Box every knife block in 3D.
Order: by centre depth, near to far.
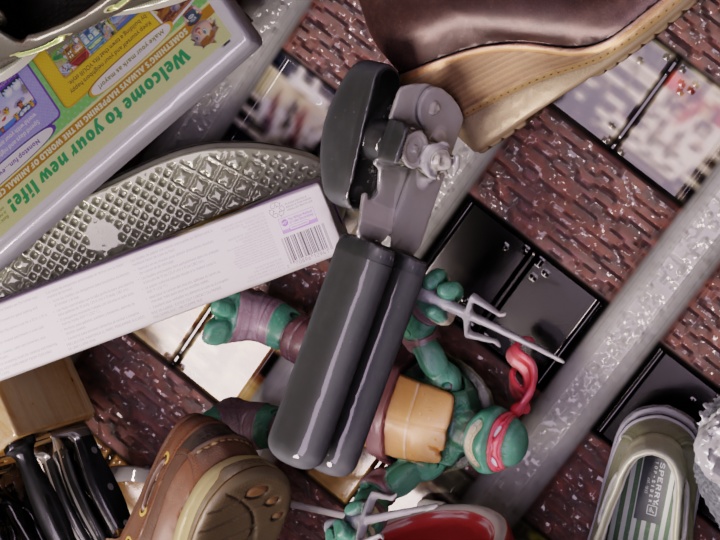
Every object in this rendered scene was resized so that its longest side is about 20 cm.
[{"bbox_3d":[-0.188,0.065,1.220,0.175,0.064,0.201,20,109,32],"label":"knife block"}]

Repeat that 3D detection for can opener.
[{"bbox_3d":[0.000,0.000,1.103,0.066,0.053,0.201,14,88,41],"label":"can opener"}]

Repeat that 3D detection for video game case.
[{"bbox_3d":[-0.173,-0.126,1.158,0.200,0.022,0.182,-39,78,17],"label":"video game case"}]

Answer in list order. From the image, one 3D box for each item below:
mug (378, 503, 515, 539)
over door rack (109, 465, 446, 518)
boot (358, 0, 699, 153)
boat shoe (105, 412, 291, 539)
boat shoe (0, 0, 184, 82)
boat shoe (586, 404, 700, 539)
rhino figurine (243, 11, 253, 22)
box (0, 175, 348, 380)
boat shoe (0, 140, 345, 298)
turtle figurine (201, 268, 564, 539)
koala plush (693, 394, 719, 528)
[{"bbox_3d":[0.037,0.240,1.138,0.133,0.177,0.201,7,119,54],"label":"mug"},{"bbox_3d":[-0.055,0.190,1.230,0.199,0.067,0.148,5,105,18],"label":"over door rack"},{"bbox_3d":[0.077,-0.169,1.094,0.200,0.072,0.167,-34,93,26],"label":"boot"},{"bbox_3d":[-0.101,0.162,1.174,0.068,0.072,0.201,46,123,37],"label":"boat shoe"},{"bbox_3d":[-0.168,-0.139,1.111,0.201,0.060,0.072,-17,85,20],"label":"boat shoe"},{"bbox_3d":[0.136,0.168,1.162,0.072,0.062,0.201,9,107,17],"label":"boat shoe"},{"bbox_3d":[-0.131,-0.115,1.186,0.200,0.060,0.088,-34,87,21],"label":"rhino figurine"},{"bbox_3d":[-0.103,0.004,1.153,0.199,0.039,0.042,-21,96,7],"label":"box"},{"bbox_3d":[-0.105,-0.025,1.200,0.199,0.062,0.075,-13,96,8],"label":"boat shoe"},{"bbox_3d":[0.012,0.073,1.160,0.199,0.101,0.150,12,85,27],"label":"turtle figurine"},{"bbox_3d":[0.248,0.110,1.062,0.199,0.177,0.184,25,98,12],"label":"koala plush"}]
